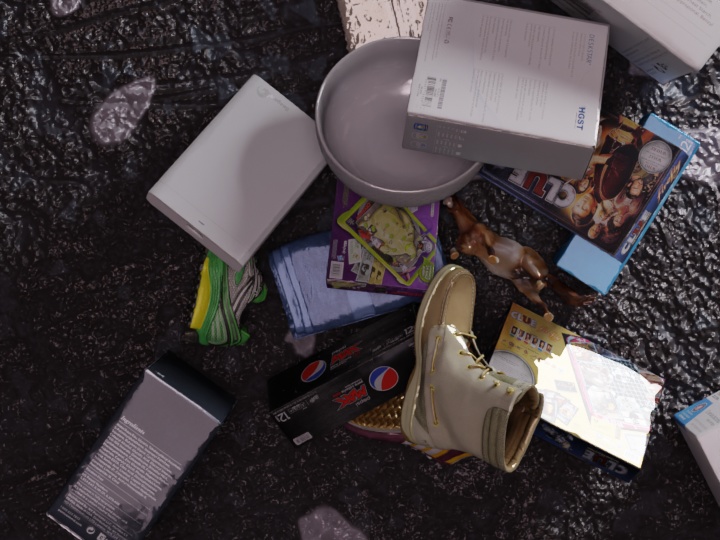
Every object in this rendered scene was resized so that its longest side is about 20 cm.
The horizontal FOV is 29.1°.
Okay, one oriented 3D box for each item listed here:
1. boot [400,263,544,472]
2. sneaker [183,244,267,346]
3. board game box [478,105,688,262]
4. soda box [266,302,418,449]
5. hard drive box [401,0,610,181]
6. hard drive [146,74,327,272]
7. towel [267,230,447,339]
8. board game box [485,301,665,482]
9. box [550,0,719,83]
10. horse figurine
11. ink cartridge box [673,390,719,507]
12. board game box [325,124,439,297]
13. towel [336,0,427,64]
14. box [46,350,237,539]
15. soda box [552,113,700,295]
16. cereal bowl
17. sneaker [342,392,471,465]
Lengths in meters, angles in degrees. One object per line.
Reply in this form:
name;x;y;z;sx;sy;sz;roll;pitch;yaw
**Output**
boot;0.126;0.102;1.469;0.154;0.072;0.202;12;91;46
sneaker;-0.145;-0.009;1.599;0.085;0.078;0.202;13;97;-13
board game box;0.241;-0.118;1.532;0.199;0.035;0.136;34;96;29
soda box;-0.007;0.120;1.579;0.199;0.071;0.064;-28;119;10
hard drive box;0.154;-0.195;1.471;0.198;0.077;0.157;11;66;2
hard drive;-0.128;-0.112;1.555;0.132;0.026;0.200;38;63;-1
towel;0.000;0.000;1.598;0.198;0.049;0.113;-16;91;4
board game box;0.236;0.135;1.562;0.199;0.035;0.136;27;50;1
box;0.304;-0.314;1.485;0.199;0.199;0.131;36;94;-1
horse figurine;0.167;-0.010;1.564;0.199;0.133;0.050;30;108;-10
ink cartridge box;0.480;0.189;1.541;0.199;0.147;0.147;-28;92;4
board game box;0.030;-0.070;1.557;0.119;0.032;0.202;5;66;5
towel;0.030;-0.336;1.580;0.131;0.034;0.202;-12;95;5
box;-0.244;0.209;1.575;0.107;0.148;0.201;34;95;-1
soda box;0.299;-0.075;1.570;0.068;0.064;0.201;32;95;0
cereal bowl;0.048;-0.155;1.535;0.198;0.083;0.202;1;66;-2
sneaker;0.070;0.185;1.596;0.198;0.075;0.091;3;135;23
